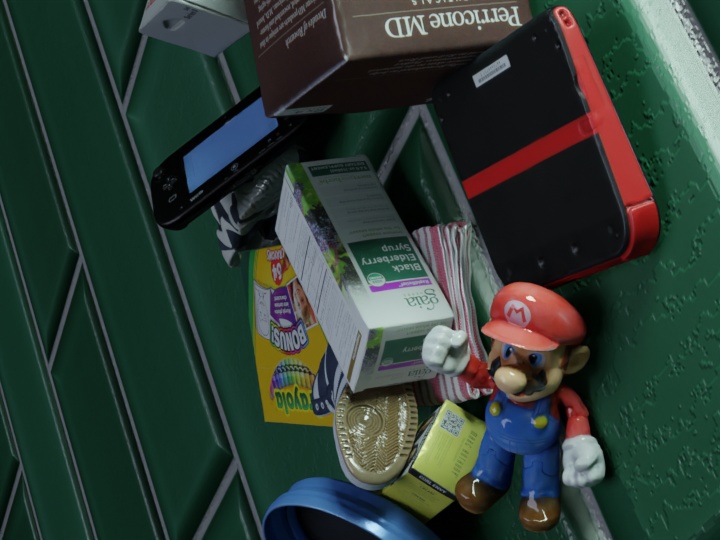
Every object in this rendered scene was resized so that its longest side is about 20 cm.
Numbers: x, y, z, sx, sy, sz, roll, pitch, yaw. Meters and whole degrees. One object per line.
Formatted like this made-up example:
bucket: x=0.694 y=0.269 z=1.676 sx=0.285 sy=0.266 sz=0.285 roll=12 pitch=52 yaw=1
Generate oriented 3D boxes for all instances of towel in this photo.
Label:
towel: x=0.055 y=0.042 z=1.453 sx=0.200 sy=0.030 sz=0.148 roll=162 pitch=99 yaw=-68

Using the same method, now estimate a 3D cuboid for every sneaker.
sneaker: x=-0.113 y=-0.103 z=1.702 sx=0.130 sy=0.079 sz=0.199 roll=65 pitch=159 yaw=19
sneaker: x=0.000 y=0.123 z=1.451 sx=0.109 sy=0.070 sz=0.201 roll=110 pitch=163 yaw=-45

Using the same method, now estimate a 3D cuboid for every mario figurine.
mario figurine: x=0.111 y=0.103 z=1.244 sx=0.106 sy=0.122 sz=0.201 roll=-114 pitch=22 yaw=-57

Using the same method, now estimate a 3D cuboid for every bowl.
bowl: x=0.008 y=0.254 z=1.472 sx=0.200 sy=0.039 sz=0.201 roll=25 pitch=147 yaw=18

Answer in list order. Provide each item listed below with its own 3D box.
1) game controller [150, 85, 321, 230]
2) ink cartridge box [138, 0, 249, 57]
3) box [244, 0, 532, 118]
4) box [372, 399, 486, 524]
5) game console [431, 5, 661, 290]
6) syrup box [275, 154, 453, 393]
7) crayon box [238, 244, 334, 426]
game controller: x=-0.119 y=-0.117 z=1.618 sx=0.042 sy=0.199 sz=0.105 roll=46 pitch=-163 yaw=-27
ink cartridge box: x=-0.127 y=-0.311 z=1.566 sx=0.146 sy=0.083 sz=0.202 roll=167 pitch=119 yaw=-70
box: x=0.010 y=-0.237 z=1.292 sx=0.164 sy=0.165 sz=0.202 roll=-25 pitch=75 yaw=64
box: x=0.042 y=0.182 z=1.454 sx=0.076 sy=0.050 sz=0.200 roll=-61 pitch=5 yaw=-30
game console: x=0.129 y=-0.078 z=1.215 sx=0.200 sy=0.031 sz=0.178 roll=-26 pitch=83 yaw=64
syrup box: x=0.000 y=0.000 z=1.429 sx=0.082 sy=0.078 sz=0.201 roll=103 pitch=149 yaw=-42
crayon box: x=-0.046 y=0.058 z=1.634 sx=0.200 sy=0.058 sz=0.174 roll=-7 pitch=91 yaw=65
